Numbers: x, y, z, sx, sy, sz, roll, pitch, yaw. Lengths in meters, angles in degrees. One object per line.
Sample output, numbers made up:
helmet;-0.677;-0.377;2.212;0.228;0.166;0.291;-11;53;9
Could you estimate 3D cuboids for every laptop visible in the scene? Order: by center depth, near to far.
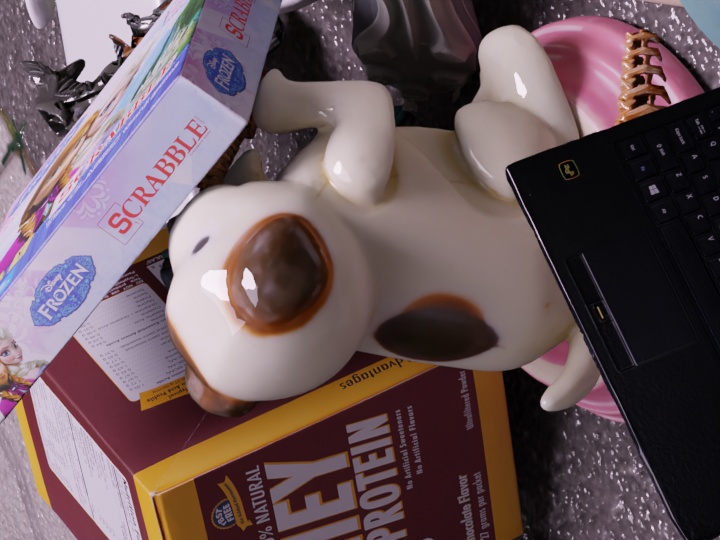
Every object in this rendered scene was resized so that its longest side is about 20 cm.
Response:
laptop;0.190;-0.015;1.125;0.103;0.200;0.177;111;137;-67

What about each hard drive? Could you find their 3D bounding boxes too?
hard drive;-0.141;-0.130;1.715;0.132;0.027;0.200;5;107;56

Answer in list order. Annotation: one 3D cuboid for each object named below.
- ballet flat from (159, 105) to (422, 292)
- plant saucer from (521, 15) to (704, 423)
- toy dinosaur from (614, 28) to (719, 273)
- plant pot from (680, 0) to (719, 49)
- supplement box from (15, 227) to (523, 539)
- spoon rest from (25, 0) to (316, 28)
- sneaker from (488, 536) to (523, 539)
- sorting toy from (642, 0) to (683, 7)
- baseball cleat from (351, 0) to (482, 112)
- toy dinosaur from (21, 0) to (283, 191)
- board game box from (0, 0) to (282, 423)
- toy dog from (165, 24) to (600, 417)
ballet flat;-0.027;-0.018;1.419;0.074;0.200;0.074;21;127;31
plant saucer;0.107;-0.021;1.355;0.200;0.051;0.201;26;123;50
toy dinosaur;0.156;-0.003;1.207;0.102;0.136;0.200;14;114;55
plant pot;0.200;-0.150;1.039;0.201;0.200;0.161;70;156;9
supplement box;-0.054;0.077;1.467;0.200;0.197;0.133;43;151;48
spoon rest;-0.092;-0.173;1.503;0.061;0.200;0.099;57;-150;-54
sneaker;0.072;0.249;1.490;0.106;0.075;0.200;49;138;40
sorting toy;0.117;-0.219;1.274;0.185;0.036;0.200;17;116;53
baseball cleat;0.030;-0.159;1.384;0.200;0.070;0.107;79;-160;-70
toy dinosaur;-0.102;-0.099;1.535;0.102;0.136;0.200;62;-174;-11
board game box;-0.116;-0.049;1.352;0.200;0.041;0.200;-49;13;22
toy dog;0.000;0.000;1.294;0.140;0.200;0.194;-46;63;54
